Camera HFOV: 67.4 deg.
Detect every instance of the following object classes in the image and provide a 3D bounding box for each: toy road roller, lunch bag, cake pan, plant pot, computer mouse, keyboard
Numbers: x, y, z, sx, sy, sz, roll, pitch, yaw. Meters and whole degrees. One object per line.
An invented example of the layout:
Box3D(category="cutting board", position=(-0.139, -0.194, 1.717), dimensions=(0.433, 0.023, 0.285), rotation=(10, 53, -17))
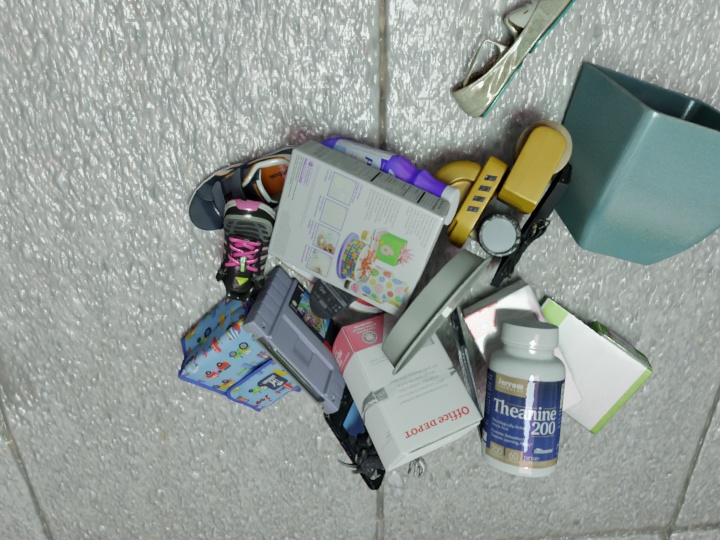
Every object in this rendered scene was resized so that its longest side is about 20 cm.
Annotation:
Box3D(category="toy road roller", position=(0.179, -0.122, 0.740), dimensions=(0.144, 0.123, 0.203), rotation=(31, 101, 8))
Box3D(category="lunch bag", position=(-0.166, 0.143, 0.872), dimensions=(0.150, 0.095, 0.200), rotation=(-38, 126, 13))
Box3D(category="cake pan", position=(0.097, 0.050, 0.715), dimensions=(0.037, 0.200, 0.202), rotation=(40, 109, 13))
Box3D(category="plant pot", position=(0.369, -0.126, 0.723), dimensions=(0.192, 0.197, 0.203), rotation=(12, 123, -11))
Box3D(category="computer mouse", position=(0.000, 0.000, 0.747), dimensions=(0.199, 0.034, 0.059), rotation=(-39, 93, 26))
Box3D(category="keyboard", position=(0.234, -0.048, 0.752), dimensions=(0.020, 0.127, 0.202), rotation=(29, 135, 9))

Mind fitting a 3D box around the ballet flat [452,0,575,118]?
Box3D(category="ballet flat", position=(0.194, -0.291, 0.692), dimensions=(0.062, 0.068, 0.201), rotation=(34, 109, -9))

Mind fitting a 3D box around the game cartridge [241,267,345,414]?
Box3D(category="game cartridge", position=(-0.085, 0.104, 0.826), dimensions=(0.038, 0.131, 0.201), rotation=(-22, 120, 33))

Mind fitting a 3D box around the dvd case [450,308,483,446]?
Box3D(category="dvd case", position=(0.171, 0.161, 0.863), dimensions=(0.016, 0.150, 0.203), rotation=(-13, 117, 9))

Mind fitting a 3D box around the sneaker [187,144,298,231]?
Box3D(category="sneaker", position=(-0.159, -0.107, 0.744), dimensions=(0.197, 0.080, 0.079), rotation=(-27, 116, 10))

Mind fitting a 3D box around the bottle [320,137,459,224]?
Box3D(category="bottle", position=(0.032, -0.113, 0.714), dimensions=(0.197, 0.065, 0.085), rotation=(22, 110, 21))

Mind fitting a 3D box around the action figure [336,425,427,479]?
Box3D(category="action figure", position=(0.058, 0.275, 0.848), dimensions=(0.198, 0.118, 0.104), rotation=(-29, 109, -31))

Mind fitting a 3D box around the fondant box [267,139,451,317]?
Box3D(category="fondant box", position=(-0.006, -0.052, 0.675), dimensions=(0.197, 0.058, 0.147), rotation=(26, 119, 9))

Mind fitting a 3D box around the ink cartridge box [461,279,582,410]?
Box3D(category="ink cartridge box", position=(0.257, 0.133, 0.865), dimensions=(0.115, 0.067, 0.203), rotation=(-26, 92, 9))

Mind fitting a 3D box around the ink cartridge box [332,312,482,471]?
Box3D(category="ink cartridge box", position=(0.063, 0.168, 0.802), dimensions=(0.144, 0.202, 0.083), rotation=(-13, 151, -27))

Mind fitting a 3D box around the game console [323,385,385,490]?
Box3D(category="game console", position=(0.051, 0.243, 0.914), dimensions=(0.117, 0.173, 0.202), rotation=(-11, 120, 32))

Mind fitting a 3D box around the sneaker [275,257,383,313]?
Box3D(category="sneaker", position=(-0.020, -0.022, 0.801), dimensions=(0.198, 0.072, 0.113), rotation=(30, 114, -15))

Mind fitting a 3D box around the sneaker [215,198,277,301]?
Box3D(category="sneaker", position=(-0.155, -0.019, 0.729), dimensions=(0.072, 0.089, 0.201), rotation=(10, 152, -11))

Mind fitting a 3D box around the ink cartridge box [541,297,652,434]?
Box3D(category="ink cartridge box", position=(0.361, 0.151, 0.922), dimensions=(0.198, 0.076, 0.149), rotation=(36, 111, 8))

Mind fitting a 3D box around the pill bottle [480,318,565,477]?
Box3D(category="pill bottle", position=(0.236, 0.178, 0.779), dimensions=(0.108, 0.111, 0.205), rotation=(3, 94, -7))
